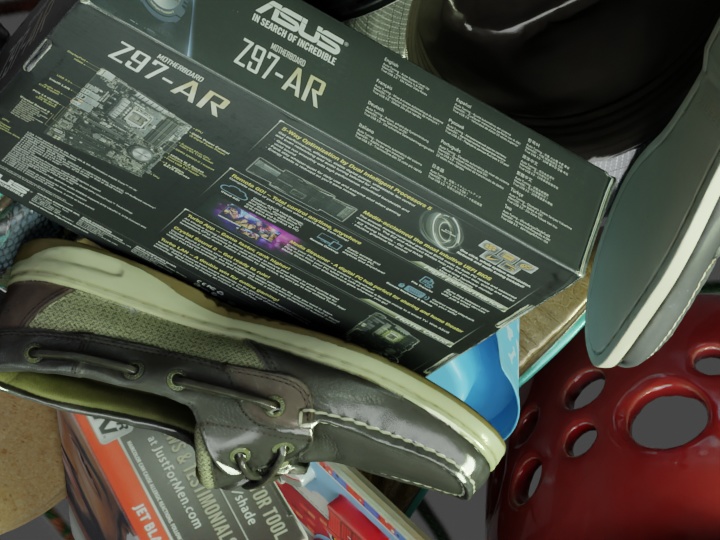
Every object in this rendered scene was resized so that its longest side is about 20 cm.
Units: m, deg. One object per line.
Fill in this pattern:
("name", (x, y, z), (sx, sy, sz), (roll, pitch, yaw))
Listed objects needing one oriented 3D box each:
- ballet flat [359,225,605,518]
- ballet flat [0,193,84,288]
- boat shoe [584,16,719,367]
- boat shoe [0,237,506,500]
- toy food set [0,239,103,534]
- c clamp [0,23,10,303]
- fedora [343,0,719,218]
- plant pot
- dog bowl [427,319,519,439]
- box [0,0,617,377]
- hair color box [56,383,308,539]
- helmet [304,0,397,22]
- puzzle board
("ballet flat", (0.035, 0.041, 1.242), (0.072, 0.068, 0.200), (37, 114, -8))
("ballet flat", (-0.092, -0.072, 1.113), (0.200, 0.074, 0.074), (-46, 122, -11))
("boat shoe", (0.151, -0.037, 1.099), (0.063, 0.073, 0.200), (15, 120, -19))
("boat shoe", (-0.047, 0.052, 1.052), (0.200, 0.066, 0.072), (21, 160, 6))
("toy food set", (-0.190, 0.041, 1.198), (0.197, 0.049, 0.200), (17, 116, -21))
("c clamp", (-0.115, -0.043, 1.148), (0.200, 0.027, 0.171), (27, 84, -22))
("fedora", (0.082, -0.123, 1.123), (0.176, 0.090, 0.200), (17, 124, -19))
("plant pot", (0.151, 0.142, 1.226), (0.200, 0.183, 0.201), (4, 132, 4))
("dog bowl", (0.000, 0.000, 1.137), (0.111, 0.050, 0.200), (-4, 138, 27))
("box", (-0.034, -0.036, 1.003), (0.200, 0.044, 0.160), (28, 152, -14))
("hair color box", (-0.076, 0.111, 1.168), (0.064, 0.111, 0.200), (-25, 159, -15))
("helmet", (-0.028, -0.204, 0.995), (0.199, 0.191, 0.200), (-4, 140, -3))
("puzzle board", (-0.001, 0.139, 1.197), (0.017, 0.200, 0.151), (-35, 153, -26))
